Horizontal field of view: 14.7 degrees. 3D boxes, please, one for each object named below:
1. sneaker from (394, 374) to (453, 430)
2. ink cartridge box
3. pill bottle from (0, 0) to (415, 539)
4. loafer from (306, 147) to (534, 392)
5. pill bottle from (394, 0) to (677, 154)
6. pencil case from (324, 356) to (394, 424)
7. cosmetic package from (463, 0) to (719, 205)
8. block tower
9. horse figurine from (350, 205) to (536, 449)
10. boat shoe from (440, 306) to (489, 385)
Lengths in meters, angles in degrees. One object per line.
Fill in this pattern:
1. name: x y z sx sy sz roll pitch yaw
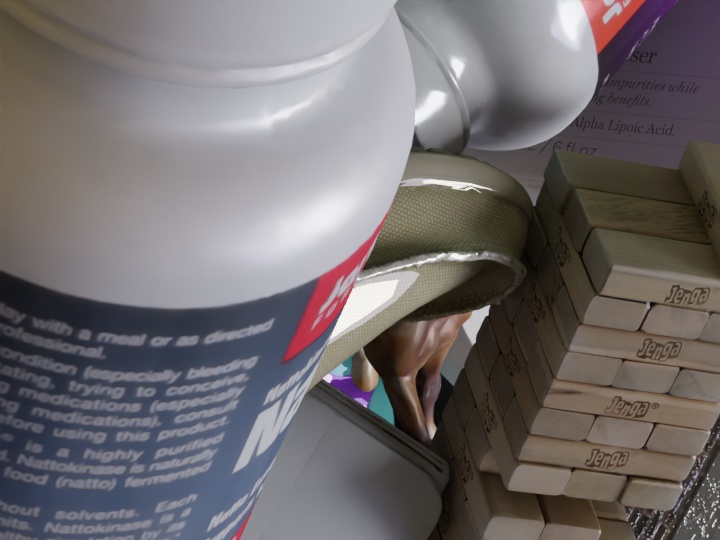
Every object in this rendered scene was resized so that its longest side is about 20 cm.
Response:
1. sneaker: 0.000 -0.003 1.111 0.074 0.200 0.089 -22 155 -18
2. ink cartridge box: -0.071 0.091 0.859 0.146 0.083 0.200 -58 -163 -9
3. pill bottle: -0.056 -0.018 0.543 0.120 0.119 0.200 -58 174 -45
4. loafer: -0.038 0.018 0.711 0.199 0.069 0.076 -12 168 -30
5. pill bottle: 0.049 -0.114 0.802 0.200 0.112 0.113 -49 171 -23
6. pencil case: -0.018 0.040 1.044 0.085 0.092 0.201 25 -56 59
7. cosmetic package: 0.119 -0.101 0.908 0.081 0.112 0.201 36 67 -49
8. block tower: 0.054 0.055 0.791 0.054 0.058 0.201 -107 -148 -49
9. horse figurine: 0.000 0.000 0.879 0.050 0.200 0.133 -18 124 -19
10. boat shoe: 0.039 -0.030 0.957 0.068 0.072 0.200 -42 132 -17
